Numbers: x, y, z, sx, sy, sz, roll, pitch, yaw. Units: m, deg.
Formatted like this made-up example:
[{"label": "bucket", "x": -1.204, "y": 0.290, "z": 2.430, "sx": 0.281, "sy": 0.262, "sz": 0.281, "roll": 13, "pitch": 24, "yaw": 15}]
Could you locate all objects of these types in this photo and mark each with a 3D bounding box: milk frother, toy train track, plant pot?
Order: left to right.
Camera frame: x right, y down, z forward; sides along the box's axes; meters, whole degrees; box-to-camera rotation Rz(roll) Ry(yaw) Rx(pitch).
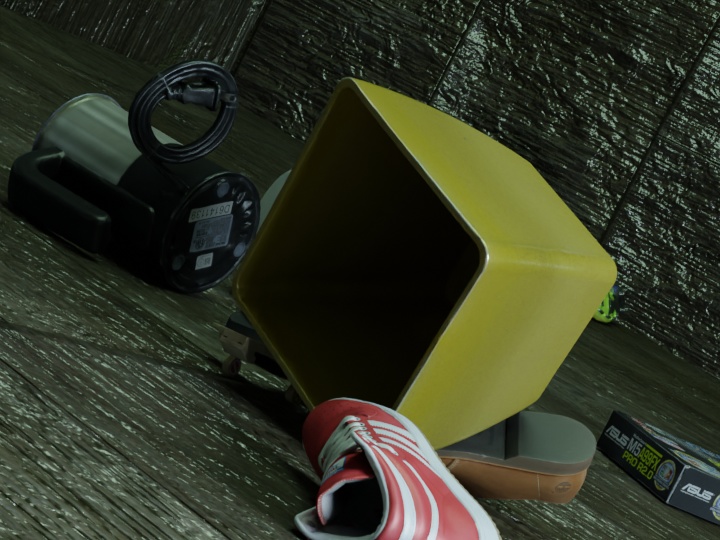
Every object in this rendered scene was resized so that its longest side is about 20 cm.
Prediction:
[{"label": "milk frother", "x": -0.194, "y": -0.111, "z": 1.800, "sx": 0.188, "sy": 0.200, "sz": 0.180, "roll": 30, "pitch": 11, "yaw": 33}, {"label": "toy train track", "x": -0.048, "y": 0.086, "z": 1.578, "sx": 0.115, "sy": 0.033, "sz": 0.200, "roll": 22, "pitch": -3, "yaw": 34}, {"label": "plant pot", "x": 0.060, "y": 0.005, "z": 1.465, "sx": 0.176, "sy": 0.200, "sz": 0.200, "roll": 3, "pitch": 38, "yaw": -40}]

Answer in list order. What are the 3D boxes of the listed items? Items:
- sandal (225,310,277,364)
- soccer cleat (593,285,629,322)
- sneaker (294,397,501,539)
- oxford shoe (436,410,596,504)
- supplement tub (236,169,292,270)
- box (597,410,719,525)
[{"label": "sandal", "x": -0.073, "y": 0.044, "z": 1.731, "sx": 0.076, "sy": 0.043, "sz": 0.200, "roll": 26, "pitch": 6, "yaw": -6}, {"label": "soccer cleat", "x": 0.408, "y": 0.058, "z": 3.555, "sx": 0.084, "sy": 0.065, "sz": 0.200, "roll": -3, "pitch": 0, "yaw": 21}, {"label": "sneaker", "x": -0.005, "y": 0.122, "z": 1.255, "sx": 0.112, "sy": 0.071, "sz": 0.200, "roll": 26, "pitch": 8, "yaw": -39}, {"label": "oxford shoe", "x": 0.070, "y": 0.137, "z": 1.526, "sx": 0.200, "sy": 0.071, "sz": 0.071, "roll": 14, "pitch": 40, "yaw": 6}, {"label": "supplement tub", "x": 0.000, "y": 0.000, "z": 1.919, "sx": 0.200, "sy": 0.145, "sz": 0.145, "roll": 24, "pitch": 7, "yaw": -22}, {"label": "box", "x": 0.357, "y": 0.218, "z": 2.064, "sx": 0.200, "sy": 0.044, "sz": 0.160, "roll": 24, "pitch": 7, "yaw": -24}]
